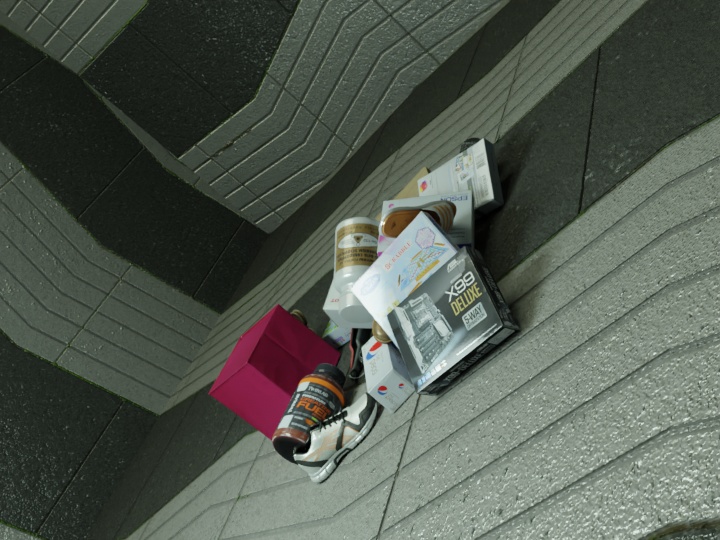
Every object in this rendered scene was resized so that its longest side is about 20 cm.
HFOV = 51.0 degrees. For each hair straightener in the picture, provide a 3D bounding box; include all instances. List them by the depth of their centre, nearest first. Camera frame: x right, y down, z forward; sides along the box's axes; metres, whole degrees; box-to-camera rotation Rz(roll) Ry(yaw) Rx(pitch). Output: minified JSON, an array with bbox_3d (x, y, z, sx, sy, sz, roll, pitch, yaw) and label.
[{"bbox_3d":[0.003,0.167,1.655,0.077,0.041,0.201,-44,16,28],"label":"hair straightener"}]

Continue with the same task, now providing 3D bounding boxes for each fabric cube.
[{"bbox_3d":[-0.201,0.243,1.786,0.196,0.199,0.201,-39,18,43],"label":"fabric cube"}]

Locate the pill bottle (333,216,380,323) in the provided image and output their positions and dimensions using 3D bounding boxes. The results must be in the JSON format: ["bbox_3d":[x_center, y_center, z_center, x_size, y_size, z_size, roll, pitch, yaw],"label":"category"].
[{"bbox_3d":[0.000,0.000,1.583,0.114,0.113,0.203,-35,46,47],"label":"pill bottle"}]

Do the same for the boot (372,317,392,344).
[{"bbox_3d":[0.072,0.040,1.427,0.202,0.073,0.076,-64,-20,-16],"label":"boot"}]

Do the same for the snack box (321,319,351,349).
[{"bbox_3d":[-0.002,0.093,1.834,0.200,0.053,0.143,-38,20,43],"label":"snack box"}]

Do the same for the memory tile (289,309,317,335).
[{"bbox_3d":[-0.160,0.181,1.918,0.017,0.154,0.199,-41,6,-34],"label":"memory tile"}]

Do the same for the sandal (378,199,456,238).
[{"bbox_3d":[0.120,-0.081,1.417,0.205,0.059,0.080,-11,-53,-43],"label":"sandal"}]

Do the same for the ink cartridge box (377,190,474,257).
[{"bbox_3d":[0.133,-0.069,1.529,0.193,0.044,0.202,-6,49,15],"label":"ink cartridge box"}]

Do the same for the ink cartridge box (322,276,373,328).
[{"bbox_3d":[0.018,0.026,1.697,0.144,0.083,0.202,-1,54,30],"label":"ink cartridge box"}]

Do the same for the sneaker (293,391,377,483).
[{"bbox_3d":[-0.046,0.301,1.403,0.200,0.080,0.074,-49,12,2],"label":"sneaker"}]

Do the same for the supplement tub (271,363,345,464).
[{"bbox_3d":[-0.097,0.287,1.536,0.107,0.107,0.201,-36,21,45],"label":"supplement tub"}]

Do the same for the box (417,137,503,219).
[{"bbox_3d":[0.215,-0.173,1.657,0.199,0.041,0.158,-29,53,38],"label":"box"}]

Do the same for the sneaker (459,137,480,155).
[{"bbox_3d":[0.260,-0.197,1.732,0.069,0.090,0.203,4,75,34],"label":"sneaker"}]

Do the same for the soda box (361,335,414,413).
[{"bbox_3d":[0.051,0.182,1.422,0.068,0.064,0.200,-46,15,11],"label":"soda box"}]

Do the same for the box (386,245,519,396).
[{"bbox_3d":[0.146,0.084,1.235,0.200,0.049,0.159,-43,52,30],"label":"box"}]

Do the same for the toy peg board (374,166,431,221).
[{"bbox_3d":[0.144,-0.113,1.862,0.200,0.097,0.200,-46,31,23],"label":"toy peg board"}]

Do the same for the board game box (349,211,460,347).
[{"bbox_3d":[0.111,0.036,1.348,0.200,0.200,0.041,-45,-19,17],"label":"board game box"}]
